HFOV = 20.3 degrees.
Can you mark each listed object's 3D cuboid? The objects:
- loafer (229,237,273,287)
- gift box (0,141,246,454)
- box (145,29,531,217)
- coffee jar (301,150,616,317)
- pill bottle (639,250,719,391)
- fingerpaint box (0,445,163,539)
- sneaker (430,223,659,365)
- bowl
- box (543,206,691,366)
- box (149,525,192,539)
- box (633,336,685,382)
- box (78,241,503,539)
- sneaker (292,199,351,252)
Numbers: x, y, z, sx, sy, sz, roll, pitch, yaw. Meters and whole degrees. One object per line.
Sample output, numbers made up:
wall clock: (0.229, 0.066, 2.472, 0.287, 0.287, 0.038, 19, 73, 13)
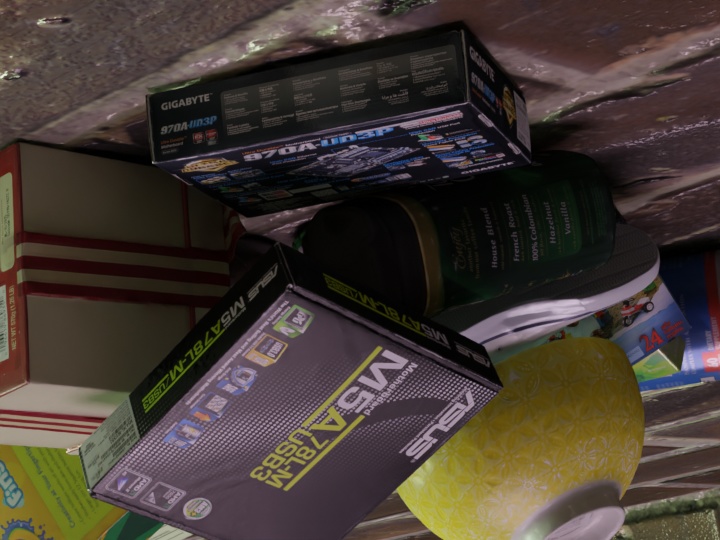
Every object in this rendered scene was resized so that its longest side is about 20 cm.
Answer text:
loafer: (-0.113, 0.012, 1.513, 0.072, 0.072, 0.200, -12, 166, 22)
gift box: (-0.176, 0.029, 1.320, 0.186, 0.186, 0.199, 9, 164, -41)
box: (-0.009, -0.084, 1.218, 0.198, 0.046, 0.159, -10, 167, 17)
coffee jar: (0.064, -0.021, 1.328, 0.199, 0.086, 0.104, -16, -170, -30)
pill bottle: (0.230, 0.052, 1.750, 0.198, 0.113, 0.112, -10, 166, 13)
fingerpaint box: (-0.226, 0.126, 1.543, 0.167, 0.200, 0.073, -43, 155, 15)
sneaker: (0.118, 0.024, 1.434, 0.198, 0.073, 0.071, -18, 144, -4)
bowl: (0.134, 0.152, 1.463, 0.199, 0.108, 0.201, -22, 149, -14)
box: (0.130, 0.042, 1.499, 0.199, 0.038, 0.137, -34, 120, 6)
box: (-0.232, 0.156, 1.805, 0.199, 0.110, 0.128, 29, 157, -14)
box: (0.150, 0.033, 1.619, 0.144, 0.037, 0.200, -17, 136, 38)
box: (-0.043, 0.093, 1.259, 0.193, 0.048, 0.200, 29, 116, -37)
sneaker: (0.000, 0.000, 1.490, 0.077, 0.086, 0.200, -2, 167, -16)
